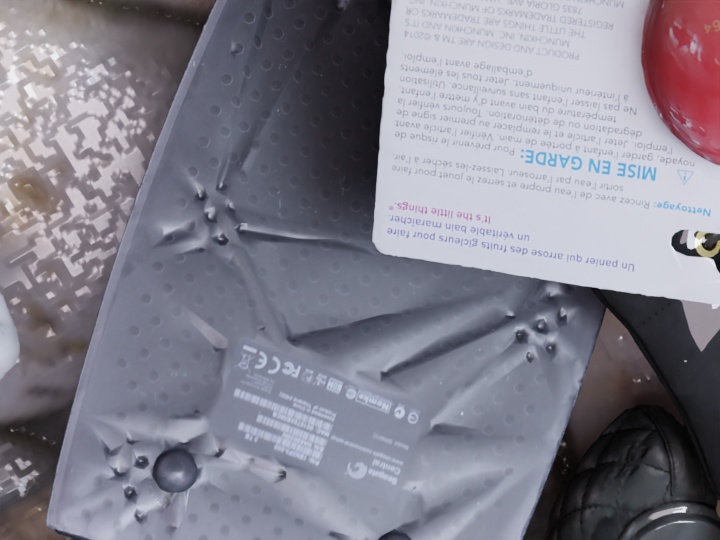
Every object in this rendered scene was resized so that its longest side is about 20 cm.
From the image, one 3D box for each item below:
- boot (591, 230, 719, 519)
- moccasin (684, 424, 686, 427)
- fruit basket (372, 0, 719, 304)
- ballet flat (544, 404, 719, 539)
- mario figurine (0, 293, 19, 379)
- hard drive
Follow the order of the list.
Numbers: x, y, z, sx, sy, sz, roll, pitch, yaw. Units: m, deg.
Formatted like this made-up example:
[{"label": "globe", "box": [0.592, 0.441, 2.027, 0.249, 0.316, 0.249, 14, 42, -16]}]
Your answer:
[{"label": "boot", "box": [0.153, -0.012, 0.817, 0.200, 0.073, 0.151, -24, 90, -22]}, {"label": "moccasin", "box": [0.193, 0.079, 0.876, 0.200, 0.080, 0.068, 4, 89, 9]}, {"label": "fruit basket", "box": [0.101, -0.088, 0.728, 0.185, 0.094, 0.200, 8, 114, 10]}, {"label": "ballet flat", "box": [0.065, 0.129, 0.877, 0.066, 0.057, 0.200, 15, 122, -14]}, {"label": "mario figurine", "box": [-0.171, -0.007, 0.813, 0.123, 0.106, 0.200, -16, 116, -34]}, {"label": "hard drive", "box": [0.000, 0.000, 0.827, 0.135, 0.042, 0.200, 21, 78, -8]}]
